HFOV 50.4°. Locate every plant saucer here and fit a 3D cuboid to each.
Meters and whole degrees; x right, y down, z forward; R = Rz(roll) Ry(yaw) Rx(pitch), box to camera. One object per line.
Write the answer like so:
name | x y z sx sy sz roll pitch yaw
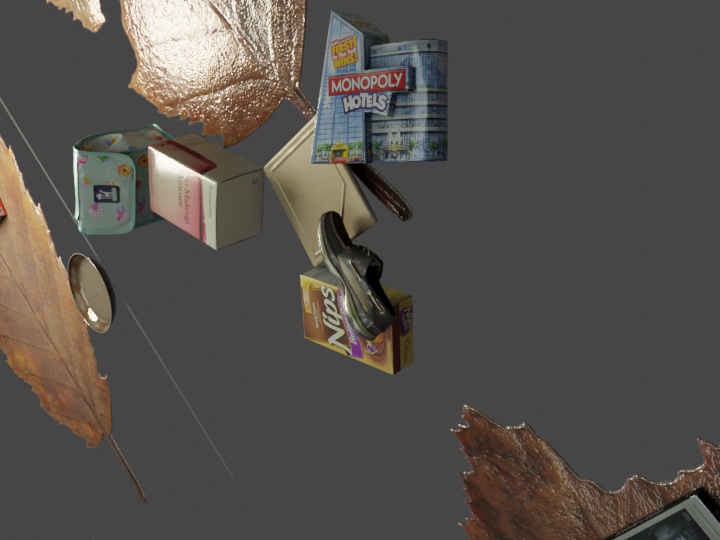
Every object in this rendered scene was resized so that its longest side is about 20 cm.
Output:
plant saucer | -0.649 0.052 1.865 0.198 0.032 0.204 20 120 38

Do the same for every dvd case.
dvd case | 0.403 0.377 0.959 0.151 0.025 0.201 52 135 16

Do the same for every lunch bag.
lunch bag | -0.444 -0.169 1.439 0.121 0.198 0.173 30 126 32

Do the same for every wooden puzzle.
wooden puzzle | -0.063 -0.123 1.202 0.199 0.037 0.187 -33 83 52

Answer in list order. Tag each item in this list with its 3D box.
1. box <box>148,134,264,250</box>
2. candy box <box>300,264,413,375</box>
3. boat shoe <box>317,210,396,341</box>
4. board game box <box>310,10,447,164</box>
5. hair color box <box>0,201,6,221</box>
box | -0.272 -0.141 1.345 0.198 0.108 0.130 28 125 34
candy box | -0.008 0.075 1.216 0.198 0.056 0.119 18 120 41
boat shoe | 0.000 0.000 1.121 0.072 0.074 0.203 -27 77 19
board game box | 0.019 -0.246 1.021 0.197 0.061 0.204 5 100 39
hair color box | -1.072 -0.225 2.145 0.101 0.061 0.203 -24 90 46
